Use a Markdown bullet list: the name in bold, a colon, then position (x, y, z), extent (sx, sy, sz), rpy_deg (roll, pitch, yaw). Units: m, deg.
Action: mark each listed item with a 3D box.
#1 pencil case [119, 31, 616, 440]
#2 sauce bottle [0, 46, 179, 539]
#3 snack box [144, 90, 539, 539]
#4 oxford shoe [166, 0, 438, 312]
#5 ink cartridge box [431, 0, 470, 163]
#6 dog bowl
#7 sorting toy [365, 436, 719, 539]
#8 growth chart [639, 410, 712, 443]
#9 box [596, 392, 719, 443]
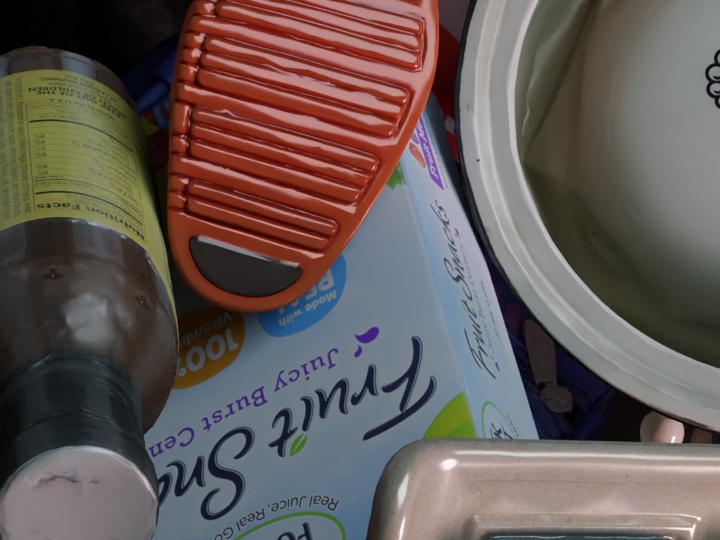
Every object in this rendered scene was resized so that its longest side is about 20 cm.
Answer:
- **pencil case**: position (0.000, 0.000, 0.978), extent (0.200, 0.087, 0.078), rpy_deg (43, 66, -4)
- **sauce bottle**: position (-0.081, 0.010, 0.801), extent (0.064, 0.065, 0.200), rpy_deg (27, 24, -21)
- **snack box**: position (-0.027, 0.040, 0.858), extent (0.053, 0.142, 0.201), rpy_deg (42, 25, -46)
- **oxford shoe**: position (-0.017, -0.079, 0.865), extent (0.071, 0.073, 0.201), rpy_deg (19, 72, -14)
- **ink cartridge box**: position (0.059, -0.079, 1.075), extent (0.162, 0.050, 0.200), rpy_deg (43, 23, -5)
- **dog bowl**: position (0.128, -0.043, 0.908), extent (0.199, 0.074, 0.202), rpy_deg (0, 80, 3)
- **sorting toy**: position (0.074, 0.132, 0.771), extent (0.199, 0.186, 0.036), rpy_deg (1, 23, -29)
- **growth chart**: position (0.125, 0.140, 0.942), extent (0.200, 0.018, 0.145), rpy_deg (54, 31, -51)
- **box**: position (0.161, 0.033, 1.090), extent (0.199, 0.082, 0.069), rpy_deg (-20, 74, -47)
